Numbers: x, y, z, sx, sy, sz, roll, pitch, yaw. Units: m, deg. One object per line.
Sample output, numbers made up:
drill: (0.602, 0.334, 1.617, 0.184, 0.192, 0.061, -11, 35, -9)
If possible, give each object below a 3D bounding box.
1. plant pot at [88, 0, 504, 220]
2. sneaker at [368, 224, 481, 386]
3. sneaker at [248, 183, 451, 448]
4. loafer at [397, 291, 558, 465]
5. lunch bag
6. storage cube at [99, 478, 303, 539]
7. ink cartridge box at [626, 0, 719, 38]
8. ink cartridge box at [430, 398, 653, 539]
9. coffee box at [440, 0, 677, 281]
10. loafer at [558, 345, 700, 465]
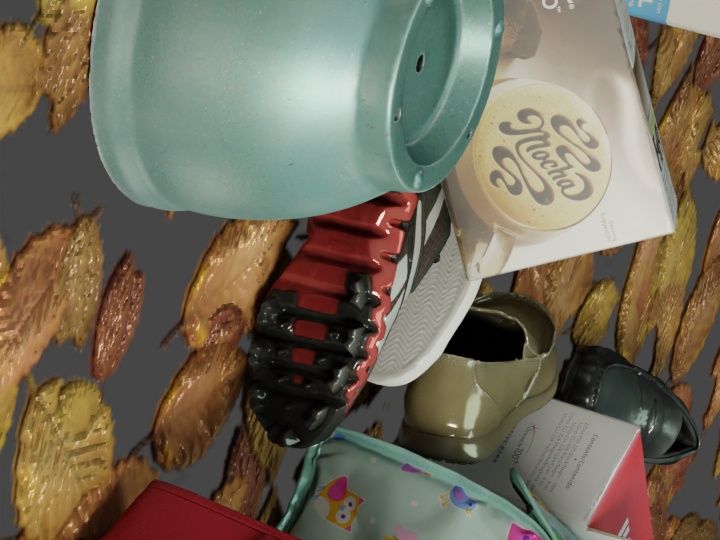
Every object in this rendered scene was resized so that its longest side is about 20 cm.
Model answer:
plant pot: (-0.016, -0.109, 1.378, 0.200, 0.134, 0.200, -48, 147, -46)
sneaker: (0.059, -0.014, 1.693, 0.200, 0.074, 0.116, -69, 154, -13)
sneaker: (0.000, 0.000, 1.570, 0.098, 0.071, 0.201, 20, 85, -65)
loafer: (0.076, 0.050, 1.748, 0.200, 0.076, 0.067, -56, 157, -65)
lunch bag: (0.065, 0.179, 1.677, 0.122, 0.200, 0.170, -67, 156, -14)
storage cube: (-0.070, 0.241, 1.423, 0.180, 0.200, 0.171, -48, 147, -35)
ink cartridge box: (0.285, -0.201, 1.916, 0.129, 0.200, 0.125, -1, 107, -66)
ink cartridge box: (0.126, 0.172, 1.843, 0.084, 0.175, 0.200, -58, 154, -31)
coffee box: (0.085, -0.109, 1.528, 0.080, 0.113, 0.200, -68, 144, -73)
loafer: (0.189, 0.097, 2.069, 0.201, 0.070, 0.068, 31, 77, -67)
